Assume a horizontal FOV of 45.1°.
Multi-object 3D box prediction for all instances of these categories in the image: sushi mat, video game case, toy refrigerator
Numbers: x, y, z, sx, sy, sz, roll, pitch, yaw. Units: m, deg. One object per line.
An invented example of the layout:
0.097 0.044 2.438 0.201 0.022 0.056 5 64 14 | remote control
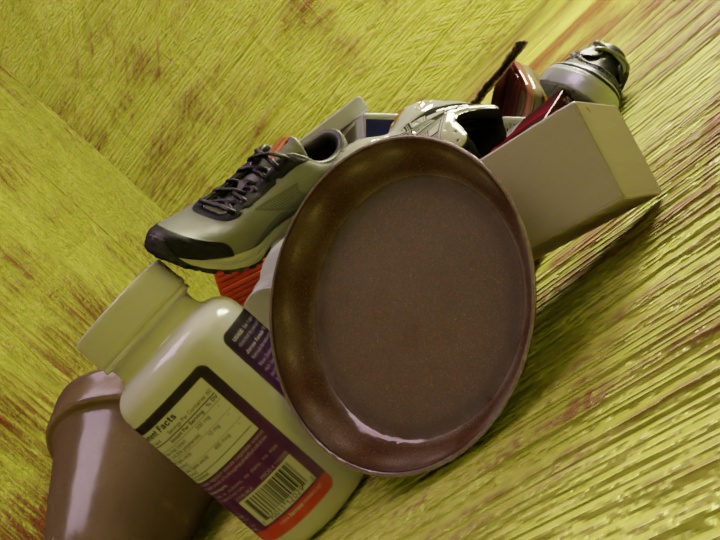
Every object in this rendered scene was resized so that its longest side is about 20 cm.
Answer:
0.126 -0.184 0.932 0.096 0.012 0.200 -52 1 -2 | sushi mat
-0.054 -0.132 0.936 0.143 0.018 0.200 -37 6 4 | video game case
0.079 -0.031 0.557 0.200 0.070 0.076 -31 -11 35 | toy refrigerator

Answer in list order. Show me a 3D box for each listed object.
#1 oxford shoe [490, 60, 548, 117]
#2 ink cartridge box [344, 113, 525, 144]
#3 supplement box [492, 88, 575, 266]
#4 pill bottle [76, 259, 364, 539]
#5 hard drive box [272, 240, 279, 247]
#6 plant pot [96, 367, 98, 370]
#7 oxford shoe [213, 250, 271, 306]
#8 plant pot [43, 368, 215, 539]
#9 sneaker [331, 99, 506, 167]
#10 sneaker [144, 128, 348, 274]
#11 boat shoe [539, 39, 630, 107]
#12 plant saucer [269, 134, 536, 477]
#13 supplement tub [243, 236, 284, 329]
0.193 -0.194 0.967 0.200 0.075 0.071 -79 1 -69 | oxford shoe
0.079 -0.126 0.918 0.200 0.199 0.041 176 93 -80 | ink cartridge box
0.118 -0.054 0.708 0.109 0.061 0.200 -37 11 48 | supplement box
-0.094 0.089 0.604 0.111 0.200 0.111 -46 7 7 | pill bottle
-0.044 -0.020 1.108 0.200 0.156 0.077 -48 7 0 | hard drive box
-0.221 0.157 1.118 0.195 0.201 0.201 -22 24 54 | plant pot
-0.076 0.030 0.849 0.071 0.200 0.073 -19 20 34 | oxford shoe
-0.223 0.221 0.847 0.200 0.200 0.175 -42 27 34 | plant pot
0.046 -0.080 0.677 0.088 0.076 0.200 3 40 37 | sneaker
-0.079 -0.055 0.647 0.200 0.074 0.079 -29 -50 -44 | sneaker
0.212 -0.182 0.804 0.071 0.072 0.200 -50 4 13 | boat shoe
0.023 0.021 0.519 0.032 0.200 0.200 11 -47 -48 | plant saucer
0.000 0.000 0.771 0.144 0.144 0.200 -39 10 50 | supplement tub
